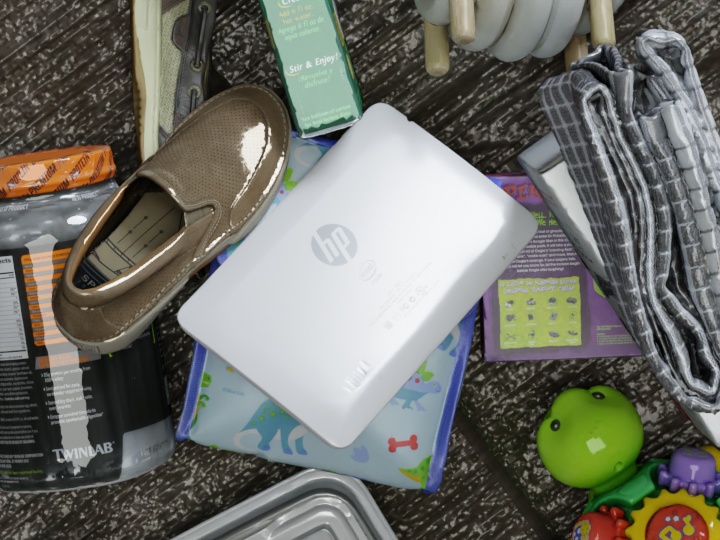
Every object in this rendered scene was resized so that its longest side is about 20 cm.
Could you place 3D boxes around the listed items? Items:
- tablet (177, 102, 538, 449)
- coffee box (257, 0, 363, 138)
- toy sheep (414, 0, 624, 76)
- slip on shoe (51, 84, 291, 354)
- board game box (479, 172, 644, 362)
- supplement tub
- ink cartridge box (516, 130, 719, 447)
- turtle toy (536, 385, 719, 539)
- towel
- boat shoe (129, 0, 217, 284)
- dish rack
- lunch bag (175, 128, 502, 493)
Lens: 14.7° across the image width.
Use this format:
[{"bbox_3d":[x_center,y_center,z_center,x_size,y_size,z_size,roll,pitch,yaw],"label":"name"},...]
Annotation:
[{"bbox_3d":[0.000,0.000,1.662,0.130,0.014,0.200,38,64,10],"label":"tablet"},{"bbox_3d":[-0.046,-0.185,1.699,0.044,0.123,0.200,-16,99,3],"label":"coffee box"},{"bbox_3d":[0.100,-0.187,1.703,0.200,0.138,0.138,4,97,-18],"label":"toy sheep"},{"bbox_3d":[-0.110,-0.040,1.644,0.076,0.061,0.200,35,67,20],"label":"slip on shoe"},{"bbox_3d":[0.174,-0.006,1.777,0.199,0.032,0.120,-2,100,-3],"label":"board game box"},{"bbox_3d":[-0.185,0.028,1.716,0.122,0.123,0.201,-8,97,-2],"label":"supplement tub"},{"bbox_3d":[0.184,-0.007,1.691,0.083,0.145,0.200,-34,96,1],"label":"ink cartridge box"},{"bbox_3d":[0.183,0.160,1.747,0.146,0.101,0.200,-34,69,-9],"label":"turtle toy"},{"bbox_3d":[0.166,-0.030,1.533,0.085,0.166,0.200,-20,96,5],"label":"towel"},{"bbox_3d":[-0.106,-0.089,1.730,0.065,0.073,0.201,-5,96,0],"label":"boat shoe"},{"bbox_3d":[-0.036,0.239,1.766,0.171,0.044,0.200,-28,105,10],"label":"dish rack"},{"bbox_3d":[-0.013,0.022,1.723,0.170,0.127,0.200,13,92,-3],"label":"lunch bag"}]
